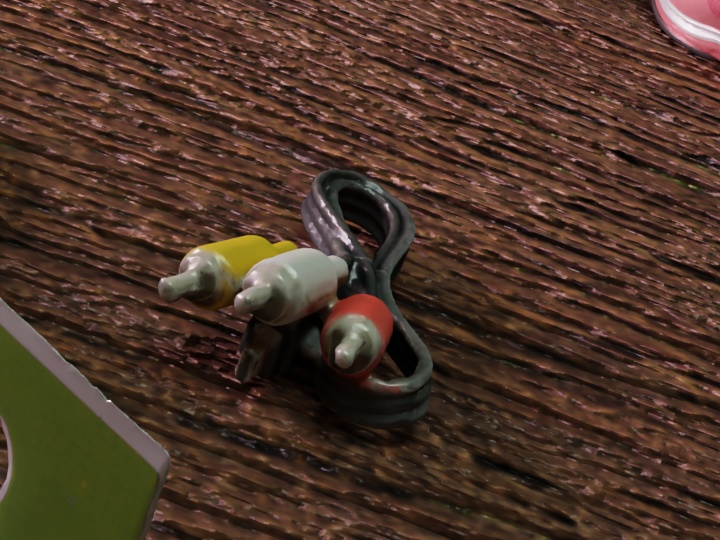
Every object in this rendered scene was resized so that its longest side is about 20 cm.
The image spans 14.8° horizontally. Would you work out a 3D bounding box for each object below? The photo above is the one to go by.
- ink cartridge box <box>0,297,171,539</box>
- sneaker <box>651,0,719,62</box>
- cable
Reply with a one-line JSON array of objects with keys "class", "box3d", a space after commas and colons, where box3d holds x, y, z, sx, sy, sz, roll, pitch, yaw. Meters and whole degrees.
[{"class": "ink cartridge box", "box3d": [-0.081, 0.083, 0.585, 0.076, 0.201, 0.148, -5, 33, -43]}, {"class": "sneaker", "box3d": [0.220, -0.138, 1.439, 0.073, 0.087, 0.200, 8, 26, -26]}, {"class": "cable", "box3d": [0.000, 0.000, 1.015, 0.097, 0.051, 0.200, 24, 25, 9]}]
